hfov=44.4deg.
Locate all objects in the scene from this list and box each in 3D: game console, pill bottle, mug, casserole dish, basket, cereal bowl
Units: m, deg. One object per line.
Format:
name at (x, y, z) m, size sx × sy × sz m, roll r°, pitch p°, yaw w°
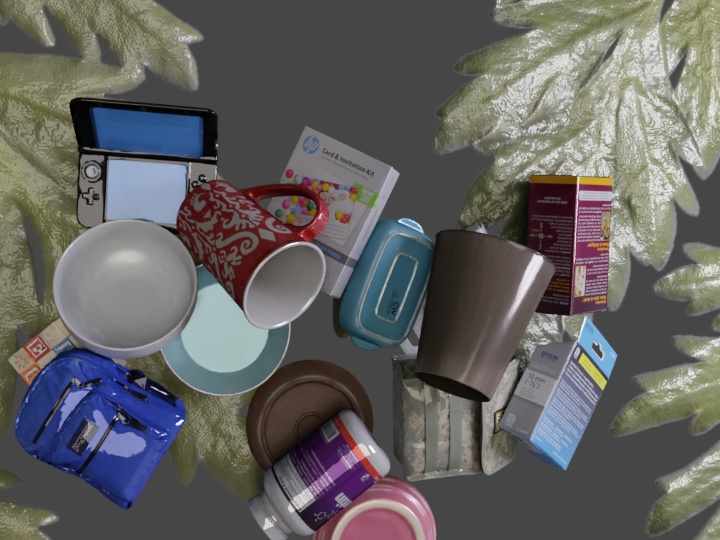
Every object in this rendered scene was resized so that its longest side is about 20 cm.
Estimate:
game console at (-0.301, -0.139, 1.230) m, size 0.196 × 0.116 × 0.179 m, roll 4°, pitch 95°, yaw -8°
pill bottle at (-0.061, 0.302, 1.276) m, size 0.199 × 0.112 × 0.113 m, roll -38°, pitch 99°, yaw -2°
mug at (-0.142, -0.040, 1.219) m, size 0.176 × 0.199 × 0.135 m, roll -31°, pitch 140°, yaw -26°
casserole dish at (0.046, 0.022, 1.279) m, size 0.120 × 0.039 × 0.203 m, roll 22°, pitch 89°, yaw -25°
basket at (0.155, 0.067, 1.220) m, size 0.178 × 0.136 × 0.203 m, roll 15°, pitch 74°, yaw 22°
cereal bowl at (-0.325, 0.034, 1.237) m, size 0.196 × 0.084 × 0.203 m, roll 3°, pitch 63°, yaw -6°

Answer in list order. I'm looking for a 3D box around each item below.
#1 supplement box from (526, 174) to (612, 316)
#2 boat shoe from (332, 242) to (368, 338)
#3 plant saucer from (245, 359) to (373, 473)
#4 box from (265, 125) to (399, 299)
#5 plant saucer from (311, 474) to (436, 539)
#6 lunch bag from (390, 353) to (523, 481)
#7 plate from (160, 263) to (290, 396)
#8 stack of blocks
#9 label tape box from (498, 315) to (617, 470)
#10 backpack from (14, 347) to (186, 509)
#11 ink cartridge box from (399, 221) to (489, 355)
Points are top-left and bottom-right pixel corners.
supplement box at (0.311, -0.040, 1.319) m, size 0.109 × 0.085 × 0.204 m, roll -4°, pitch 98°, yaw -46°
boat shoe at (0.000, 0.000, 1.315) m, size 0.064 × 0.073 × 0.204 m, roll 6°, pitch 94°, yaw -29°
plant saucer at (-0.075, 0.239, 1.341) m, size 0.197 × 0.034 × 0.204 m, roll -1°, pitch 96°, yaw -9°
box at (-0.055, -0.084, 1.274) m, size 0.154 × 0.041 × 0.202 m, roll 27°, pitch 91°, yaw 21°
plant saucer at (0.024, 0.420, 1.364) m, size 0.197 × 0.051 × 0.204 m, roll -1°, pitch 96°, yaw -8°
lunch bag at (0.151, 0.215, 1.325) m, size 0.196 × 0.118 × 0.167 m, roll -4°, pitch 105°, yaw -9°
plate at (-0.202, 0.085, 1.312) m, size 0.196 × 0.026 × 0.204 m, roll -1°, pitch 95°, yaw -9°
stack of blocks at (-0.394, 0.164, 1.276) m, size 0.115 × 0.059 × 0.201 m, roll -37°, pitch 99°, yaw -3°
label tape box at (0.302, 0.180, 1.334) m, size 0.143 × 0.066 × 0.202 m, roll 41°, pitch 72°, yaw -46°
backpack at (-0.349, 0.198, 1.173) m, size 0.199 × 0.168 × 0.164 m, roll 34°, pitch 83°, yaw -9°
ink cartridge box at (0.138, 0.046, 1.356) m, size 0.198 × 0.057 × 0.164 m, roll -29°, pitch 99°, yaw 17°
